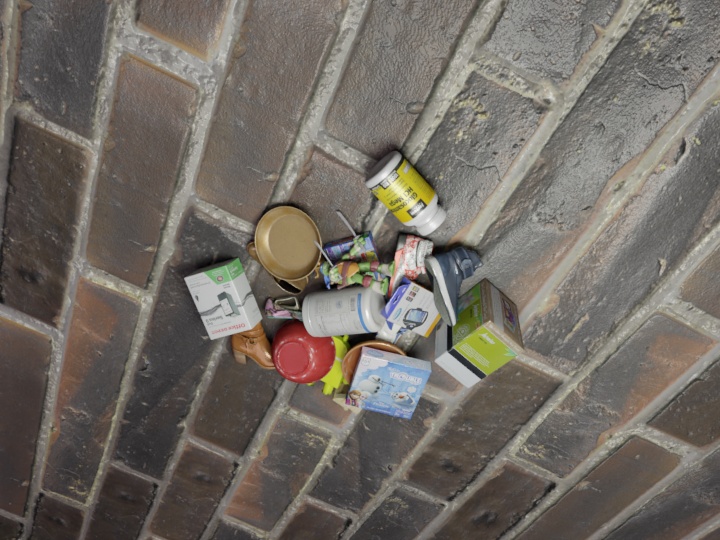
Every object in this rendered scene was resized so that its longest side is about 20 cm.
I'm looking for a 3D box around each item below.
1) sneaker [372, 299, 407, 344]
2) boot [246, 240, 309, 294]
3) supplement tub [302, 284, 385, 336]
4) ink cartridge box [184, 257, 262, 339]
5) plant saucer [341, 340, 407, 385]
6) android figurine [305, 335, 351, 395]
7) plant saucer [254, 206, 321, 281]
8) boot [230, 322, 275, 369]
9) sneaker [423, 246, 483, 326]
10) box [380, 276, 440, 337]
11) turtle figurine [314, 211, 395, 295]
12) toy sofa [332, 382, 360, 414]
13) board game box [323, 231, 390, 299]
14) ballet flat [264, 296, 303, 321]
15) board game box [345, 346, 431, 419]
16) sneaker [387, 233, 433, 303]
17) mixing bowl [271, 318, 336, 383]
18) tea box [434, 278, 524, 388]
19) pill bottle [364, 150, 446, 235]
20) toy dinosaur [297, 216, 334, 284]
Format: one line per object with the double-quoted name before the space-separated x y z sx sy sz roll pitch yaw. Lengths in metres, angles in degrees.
"sneaker" 0.075 0.146 1.598 0.115 0.081 0.199 39 113 -11
"boot" -0.234 -0.009 1.550 0.200 0.076 0.074 36 123 -11
"supplement tub" -0.042 0.109 1.514 0.199 0.132 0.132 -8 121 25
"ink cartridge box" -0.391 0.082 1.603 0.146 0.084 0.201 -16 104 18
"plant saucer" 0.045 0.274 1.600 0.199 0.038 0.201 2 122 3
"android figurine" -0.096 0.272 1.690 0.182 0.041 0.201 23 104 14
"plant saucer" -0.188 -0.073 1.489 0.199 0.035 0.201 5 104 21
"boot" -0.301 0.218 1.708 0.199 0.074 0.155 3 116 1
"sneaker" 0.259 0.036 1.450 0.146 0.077 0.203 -23 111 -16
"box" 0.140 0.096 1.478 0.200 0.041 0.119 28 98 -40
"turtle figurine" -0.015 -0.025 1.406 0.193 0.144 0.201 14 106 14
"toy sofa" 0.012 0.351 1.727 0.097 0.083 0.200 37 120 -18
"board game box" 0.000 0.000 1.537 0.135 0.034 0.200 -14 118 19
"ballet flat" -0.182 0.112 1.628 0.199 0.069 0.071 7 103 6
"board game box" 0.076 0.322 1.581 0.199 0.043 0.200 14 122 -5
"sneaker" 0.136 0.008 1.480 0.108 0.067 0.202 10 105 2
"mixing bowl" -0.179 0.245 1.619 0.199 0.108 0.201 1 95 10
"tea box" 0.312 0.165 1.489 0.134 0.200 0.197 40 118 -15
"pill bottle" 0.114 -0.183 1.357 0.112 0.113 0.200 -38 109 28
"toy dinosaur" -0.138 -0.044 1.534 0.106 0.060 0.200 -33 98 15
